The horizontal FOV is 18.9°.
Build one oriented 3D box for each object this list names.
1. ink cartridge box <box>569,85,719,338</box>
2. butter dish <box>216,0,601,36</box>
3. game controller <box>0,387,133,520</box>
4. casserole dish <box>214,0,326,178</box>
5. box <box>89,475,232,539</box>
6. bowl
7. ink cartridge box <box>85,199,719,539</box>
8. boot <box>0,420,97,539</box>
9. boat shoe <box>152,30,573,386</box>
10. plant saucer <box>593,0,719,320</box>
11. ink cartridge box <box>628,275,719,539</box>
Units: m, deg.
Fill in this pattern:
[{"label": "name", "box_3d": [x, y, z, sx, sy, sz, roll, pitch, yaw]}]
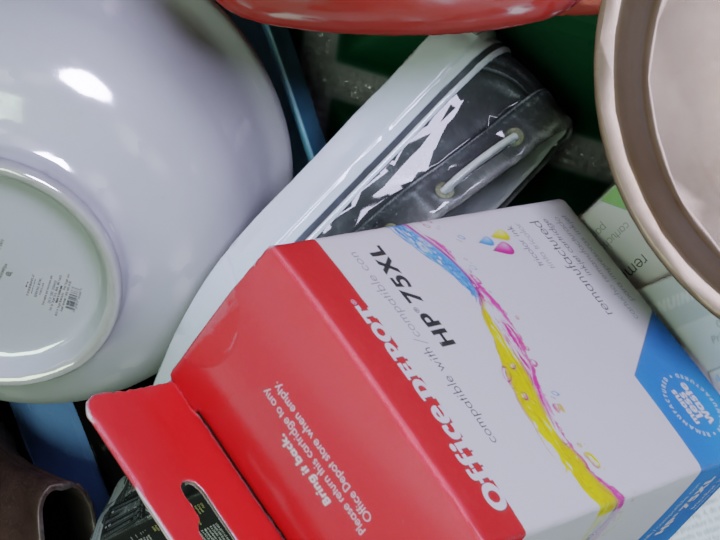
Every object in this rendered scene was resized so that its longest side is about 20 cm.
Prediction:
[{"label": "ink cartridge box", "box_3d": [0.167, 0.033, 0.773, 0.200, 0.067, 0.117, 46, 125, 3]}, {"label": "butter dish", "box_3d": [0.009, -0.148, 0.704, 0.198, 0.148, 0.201, 3, 125, 14]}, {"label": "game controller", "box_3d": [-0.127, 0.072, 0.949, 0.104, 0.042, 0.201, -6, 108, 46]}, {"label": "casserole dish", "box_3d": [-0.066, -0.051, 0.876, 0.120, 0.039, 0.201, -12, 106, 29]}, {"label": "box", "box_3d": [0.011, 0.140, 0.878, 0.157, 0.050, 0.200, -28, 110, 28]}, {"label": "bowl", "box_3d": [-0.128, -0.021, 0.805, 0.199, 0.091, 0.202, 3, 124, 5]}, {"label": "ink cartridge box", "box_3d": [0.024, 0.049, 0.684, 0.116, 0.199, 0.067, 53, 125, 20]}, {"label": "boot", "box_3d": [-0.180, 0.157, 0.973, 0.166, 0.072, 0.201, 25, 117, 47]}, {"label": "boat shoe", "box_3d": [0.000, 0.000, 0.799, 0.071, 0.072, 0.200, 39, 93, 16]}, {"label": "plant saucer", "box_3d": [0.175, -0.064, 0.700, 0.198, 0.029, 0.202, 0, 87, 5]}, {"label": "ink cartridge box", "box_3d": [0.127, 0.105, 0.772, 0.160, 0.047, 0.201, -25, 82, 39]}]
